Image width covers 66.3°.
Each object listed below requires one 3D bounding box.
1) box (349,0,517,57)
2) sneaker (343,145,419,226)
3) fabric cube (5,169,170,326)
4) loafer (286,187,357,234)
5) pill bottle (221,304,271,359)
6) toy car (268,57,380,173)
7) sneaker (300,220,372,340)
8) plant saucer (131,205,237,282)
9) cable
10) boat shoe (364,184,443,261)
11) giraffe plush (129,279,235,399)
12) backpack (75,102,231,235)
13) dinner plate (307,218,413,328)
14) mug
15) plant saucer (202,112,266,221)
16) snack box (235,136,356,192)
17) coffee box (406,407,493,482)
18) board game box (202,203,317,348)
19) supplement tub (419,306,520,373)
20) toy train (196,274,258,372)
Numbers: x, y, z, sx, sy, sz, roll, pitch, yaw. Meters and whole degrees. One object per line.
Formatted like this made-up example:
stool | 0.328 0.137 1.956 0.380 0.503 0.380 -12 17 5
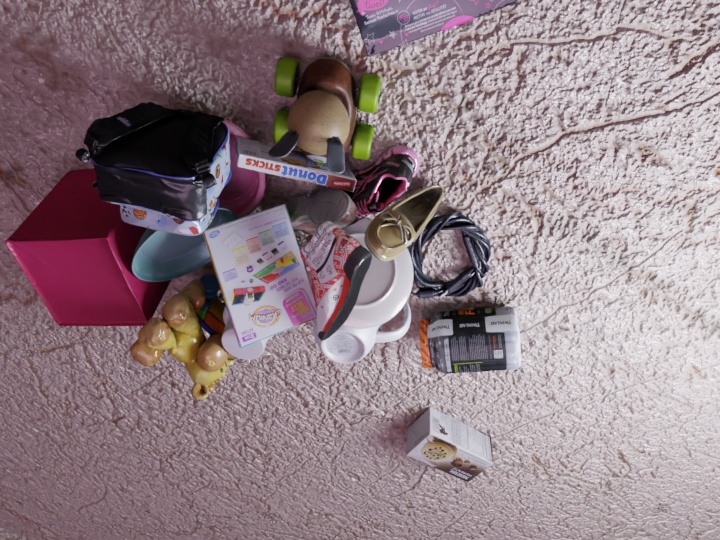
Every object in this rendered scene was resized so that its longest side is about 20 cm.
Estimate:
box | 0.086 -0.377 0.695 0.193 0.134 0.117 -13 125 17
sneaker | 0.015 -0.126 0.939 0.078 0.097 0.198 38 126 -25
fabric cube | -0.465 -0.042 1.005 0.188 0.203 0.205 0 131 9
loafer | -0.064 -0.096 0.962 0.062 0.074 0.196 32 162 -37
pill bottle | -0.200 0.064 1.056 0.107 0.204 0.114 4 131 4
toy car | -0.062 -0.203 0.814 0.158 0.204 0.161 9 131 0
sneaker | -0.056 0.015 0.910 0.107 0.067 0.205 39 133 18
plant saucer | -0.305 -0.055 0.952 0.200 0.197 0.036 -46 72 34
cable | 0.167 -0.021 1.034 0.157 0.052 0.205 9 130 0
boat shoe | 0.075 -0.084 0.901 0.074 0.199 0.063 48 133 5
giraffe plush | -0.312 0.145 1.027 0.162 0.173 0.200 43 152 -3
backpack | -0.277 -0.156 0.825 0.193 0.194 0.157 15 135 2
dinner plate | 0.000 0.000 0.988 0.192 0.208 0.024 6 163 2
mug | 0.001 0.082 1.060 0.192 0.179 0.151 4 132 4
plant saucer | -0.255 -0.181 0.959 0.192 0.052 0.206 4 129 5
snack box | -0.104 -0.172 0.896 0.193 0.073 0.025 9 120 -22
coffee box | 0.224 0.442 1.392 0.196 0.081 0.114 28 127 -15
board game box | -0.169 0.008 0.945 0.148 0.040 0.207 -18 94 -17
supplement tub | 0.220 0.142 1.115 0.192 0.125 0.125 -5 130 11
toy train | -0.267 0.107 1.128 0.198 0.084 0.117 40 136 10
